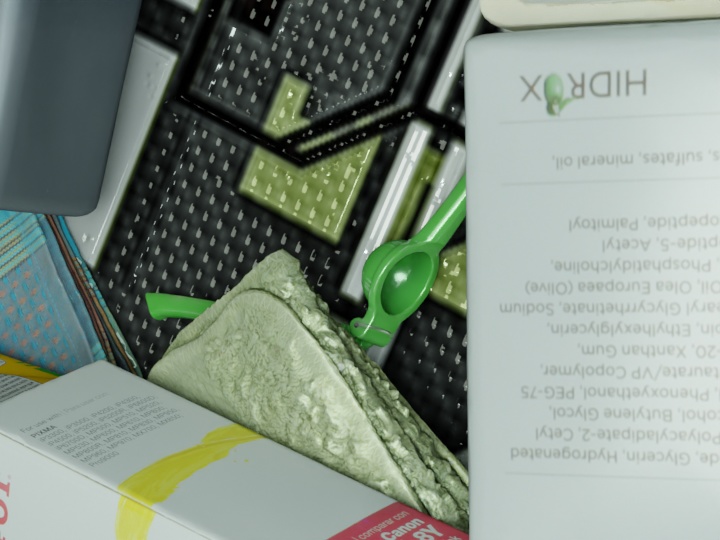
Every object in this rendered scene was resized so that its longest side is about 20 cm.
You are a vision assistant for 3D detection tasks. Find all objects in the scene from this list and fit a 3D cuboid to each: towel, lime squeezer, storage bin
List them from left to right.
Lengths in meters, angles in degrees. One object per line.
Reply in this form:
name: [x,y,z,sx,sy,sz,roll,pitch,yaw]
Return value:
storage bin: [-0.189,-0.099,0.954,0.199,0.145,0.135,8,92,28]
towel: [-0.197,0.046,1.031,0.200,0.022,0.147,-35,74,24]
towel: [-0.017,0.107,0.903,0.200,0.036,0.148,52,127,11]
lime squeezer: [0.000,0.000,0.926,0.199,0.038,0.071,-30,46,26]

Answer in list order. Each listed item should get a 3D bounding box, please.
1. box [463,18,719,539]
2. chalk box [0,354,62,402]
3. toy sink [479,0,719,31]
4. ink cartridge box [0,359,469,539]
box: [0.159,0.010,0.742,0.199,0.199,0.173,0,90,28]
chalk box: [-0.204,0.137,0.962,0.123,0.124,0.201,16,108,19]
toy sink: [0.115,-0.132,0.764,0.130,0.200,0.113,-1,87,27]
ink cartridge box: [-0.058,0.140,0.867,0.199,0.083,0.146,23,118,29]
